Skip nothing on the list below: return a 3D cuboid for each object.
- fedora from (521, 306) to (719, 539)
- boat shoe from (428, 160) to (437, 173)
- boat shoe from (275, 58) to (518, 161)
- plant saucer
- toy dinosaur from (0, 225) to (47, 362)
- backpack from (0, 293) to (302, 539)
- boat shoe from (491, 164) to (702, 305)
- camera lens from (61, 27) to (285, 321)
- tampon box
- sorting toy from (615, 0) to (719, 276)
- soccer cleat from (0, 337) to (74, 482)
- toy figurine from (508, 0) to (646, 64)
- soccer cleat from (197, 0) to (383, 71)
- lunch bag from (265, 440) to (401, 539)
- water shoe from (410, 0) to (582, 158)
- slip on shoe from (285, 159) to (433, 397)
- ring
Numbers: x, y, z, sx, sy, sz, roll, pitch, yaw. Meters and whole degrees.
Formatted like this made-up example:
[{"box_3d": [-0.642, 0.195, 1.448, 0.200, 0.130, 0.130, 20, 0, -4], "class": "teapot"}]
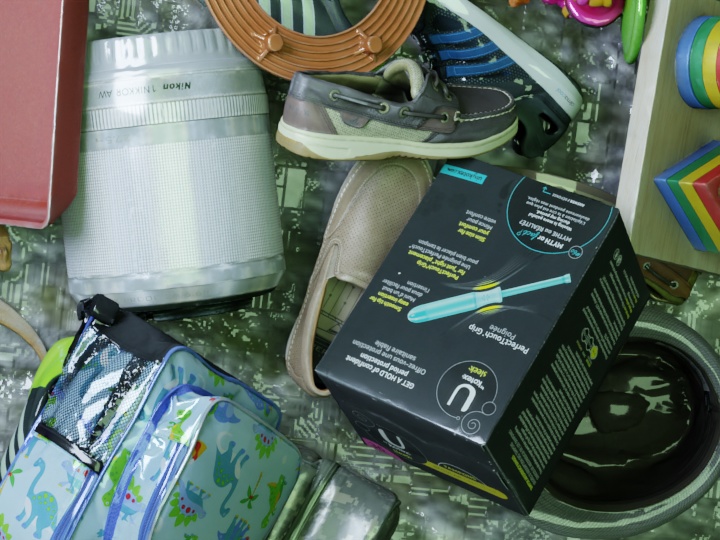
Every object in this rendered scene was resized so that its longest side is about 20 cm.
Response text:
[{"box_3d": [0.190, 0.114, 1.614, 0.199, 0.090, 0.178, -16, 94, -3], "class": "fedora"}, {"box_3d": [0.028, -0.031, 1.593, 0.065, 0.074, 0.201, 24, 99, -13], "class": "boat shoe"}, {"box_3d": [0.034, -0.119, 1.494, 0.199, 0.073, 0.065, -9, 122, -34], "class": "boat shoe"}, {"box_3d": [-0.250, -0.134, 1.482, 0.037, 0.200, 0.201, 2, 93, -37], "class": "plant saucer"}, {"box_3d": [-0.291, 0.016, 1.545, 0.199, 0.061, 0.106, 24, 126, -13], "class": "toy dinosaur"}, {"box_3d": [-0.150, 0.150, 1.419, 0.147, 0.183, 0.201, 29, 84, 33], "class": "backpack"}, {"box_3d": [0.177, -0.027, 1.615, 0.199, 0.072, 0.068, 18, 88, -11], "class": "boat shoe"}, {"box_3d": [-0.141, -0.068, 1.508, 0.159, 0.160, 0.201, -6, 94, -10], "class": "camera lens"}, {"box_3d": [0.093, 0.045, 1.503, 0.149, 0.126, 0.201, 22, 70, 30], "class": "tampon box"}, {"box_3d": [0.287, -0.098, 1.577, 0.198, 0.069, 0.201, 11, 88, -48], "class": "sorting toy"}, {"box_3d": [-0.232, 0.147, 1.524, 0.067, 0.081, 0.201, 15, 102, -10], "class": "soccer cleat"}, {"box_3d": [0.124, -0.259, 1.567, 0.183, 0.150, 0.201, 4, 77, 1], "class": "toy figurine"}, {"box_3d": [-0.063, -0.208, 1.564, 0.200, 0.068, 0.081, 35, 95, -17], "class": "soccer cleat"}, {"box_3d": [-0.084, 0.216, 1.550, 0.167, 0.139, 0.201, 29, 86, 7], "class": "lunch bag"}, {"box_3d": [0.077, -0.160, 1.591, 0.199, 0.072, 0.079, 34, 91, -9], "class": "water shoe"}, {"box_3d": [0.000, 0.000, 1.528, 0.076, 0.061, 0.201, 25, 97, -9], "class": "slip on shoe"}, {"box_3d": [-0.029, -0.234, 1.484, 0.199, 0.019, 0.202, -1, 92, -30], "class": "ring"}]
